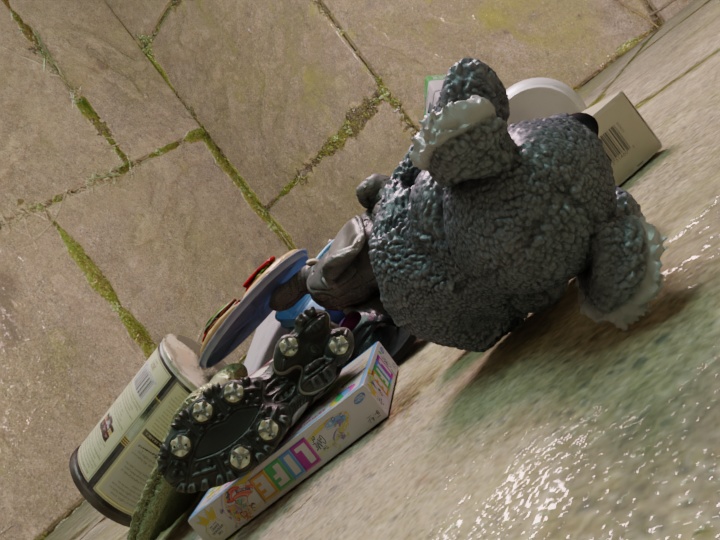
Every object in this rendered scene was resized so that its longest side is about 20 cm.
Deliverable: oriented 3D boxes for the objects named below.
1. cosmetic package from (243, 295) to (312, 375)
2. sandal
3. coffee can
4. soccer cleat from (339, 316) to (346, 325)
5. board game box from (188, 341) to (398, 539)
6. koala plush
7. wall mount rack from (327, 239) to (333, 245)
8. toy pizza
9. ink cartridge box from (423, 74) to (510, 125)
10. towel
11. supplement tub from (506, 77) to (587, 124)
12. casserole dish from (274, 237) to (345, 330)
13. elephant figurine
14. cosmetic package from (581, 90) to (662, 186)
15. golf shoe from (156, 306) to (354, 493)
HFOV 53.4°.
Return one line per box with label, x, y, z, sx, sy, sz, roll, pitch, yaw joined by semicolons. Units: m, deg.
cosmetic package;-0.119;0.121;1.033;0.150;0.051;0.203;-33;33;48
sandal;-0.010;0.080;0.775;0.199;0.048;0.076;-30;39;43
coffee can;-0.258;0.208;0.934;0.201;0.146;0.146;-50;2;5
soccer cleat;0.009;0.061;0.931;0.076;0.067;0.200;-26;12;20
board game box;-0.055;0.154;0.656;0.199;0.034;0.134;-39;3;12
koala plush;0.093;-0.031;0.442;0.185;0.177;0.200;-50;4;-4
wall mount rack;0.022;-0.009;1.170;0.198;0.075;0.174;-28;-22;-9
toy pizza;-0.142;0.042;0.919;0.201;0.032;0.200;-48;-4;-5
ink cartridge box;0.128;-0.161;0.914;0.082;0.149;0.201;0;23;0
towel;-0.194;0.207;0.805;0.203;0.036;0.148;-65;-8;13
supplement tub;0.249;-0.196;1.010;0.145;0.146;0.200;-38;3;19
casserole dish;-0.034;0.016;0.970;0.120;0.039;0.201;-8;38;46
elephant figurine;0.000;0.000;0.838;0.200;0.141;0.155;-43;-11;-14
cosmetic package;0.231;-0.118;0.790;0.103;0.073;0.200;-40;4;-3
golf shoe;-0.084;0.123;0.626;0.199;0.077;0.088;-38;-17;-22
